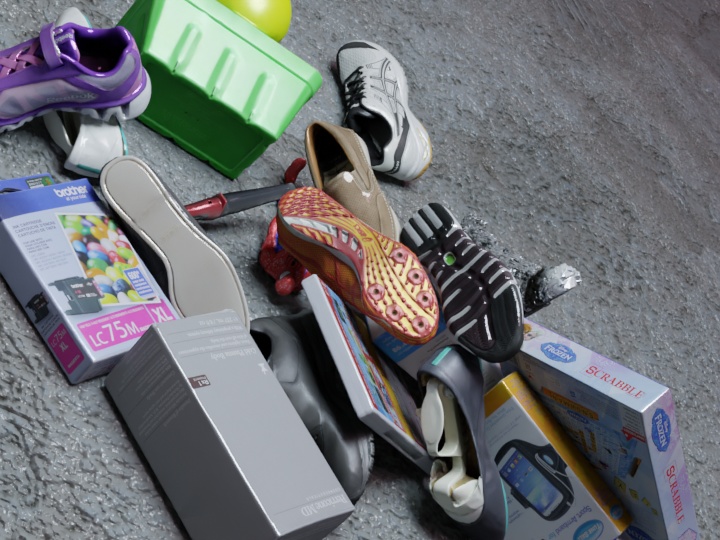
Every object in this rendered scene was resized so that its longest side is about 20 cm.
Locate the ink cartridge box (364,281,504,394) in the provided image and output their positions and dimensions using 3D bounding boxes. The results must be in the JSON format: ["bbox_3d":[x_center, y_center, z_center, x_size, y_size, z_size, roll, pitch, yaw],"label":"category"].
[{"bbox_3d":[0.085,0.068,1.356,0.200,0.066,0.116,42,21,-35],"label":"ink cartridge box"}]

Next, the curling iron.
[{"bbox_3d":[-0.142,-0.070,1.282,0.198,0.025,0.050,-7,87,-36],"label":"curling iron"}]

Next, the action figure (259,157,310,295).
[{"bbox_3d":[-0.063,-0.041,1.367,0.065,0.052,0.201,38,35,-21],"label":"action figure"}]

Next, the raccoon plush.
[{"bbox_3d":[0.159,-0.016,1.469,0.096,0.200,0.135,-19,80,-41],"label":"raccoon plush"}]

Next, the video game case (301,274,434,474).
[{"bbox_3d":[0.013,0.099,1.239,0.144,0.017,0.200,66,9,29],"label":"video game case"}]

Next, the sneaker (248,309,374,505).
[{"bbox_3d":[-0.054,0.123,1.186,0.090,0.076,0.201,2,46,-33],"label":"sneaker"}]

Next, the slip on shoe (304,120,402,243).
[{"bbox_3d":[-0.012,-0.071,1.344,0.060,0.076,0.201,37,31,-45],"label":"slip on shoe"}]

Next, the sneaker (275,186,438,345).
[{"bbox_3d":[0.000,0.000,1.262,0.073,0.077,0.200,-35,64,-22],"label":"sneaker"}]

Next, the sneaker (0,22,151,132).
[{"bbox_3d":[-0.279,-0.177,1.181,0.198,0.089,0.081,-8,67,-19],"label":"sneaker"}]

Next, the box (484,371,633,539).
[{"bbox_3d":[0.164,0.210,1.277,0.201,0.119,0.041,52,33,9],"label":"box"}]

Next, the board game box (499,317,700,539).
[{"bbox_3d":[0.222,0.161,1.273,0.041,0.201,0.199,-33,35,-22],"label":"board game box"}]

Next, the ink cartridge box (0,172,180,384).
[{"bbox_3d":[-0.243,-0.007,1.132,0.201,0.042,0.119,52,32,14],"label":"ink cartridge box"}]

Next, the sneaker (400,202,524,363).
[{"bbox_3d":[0.119,0.026,1.273,0.115,0.075,0.201,42,15,-45],"label":"sneaker"}]

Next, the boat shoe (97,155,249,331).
[{"bbox_3d":[-0.162,-0.014,1.197,0.201,0.067,0.057,56,-10,-3],"label":"boat shoe"}]

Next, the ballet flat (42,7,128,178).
[{"bbox_3d":[-0.271,-0.172,1.264,0.069,0.069,0.201,8,50,-43],"label":"ballet flat"}]

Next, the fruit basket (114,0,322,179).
[{"bbox_3d":[-0.140,-0.229,1.381,0.214,0.155,0.218,19,55,-29],"label":"fruit basket"}]

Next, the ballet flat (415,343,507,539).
[{"bbox_3d":[0.086,0.168,1.228,0.073,0.072,0.202,-28,113,-57],"label":"ballet flat"}]

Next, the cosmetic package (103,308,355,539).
[{"bbox_3d":[-0.105,0.140,1.081,0.201,0.090,0.106,53,30,18],"label":"cosmetic package"}]

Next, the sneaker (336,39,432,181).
[{"bbox_3d":[0.013,-0.198,1.599,0.087,0.076,0.201,3,51,-47],"label":"sneaker"}]
